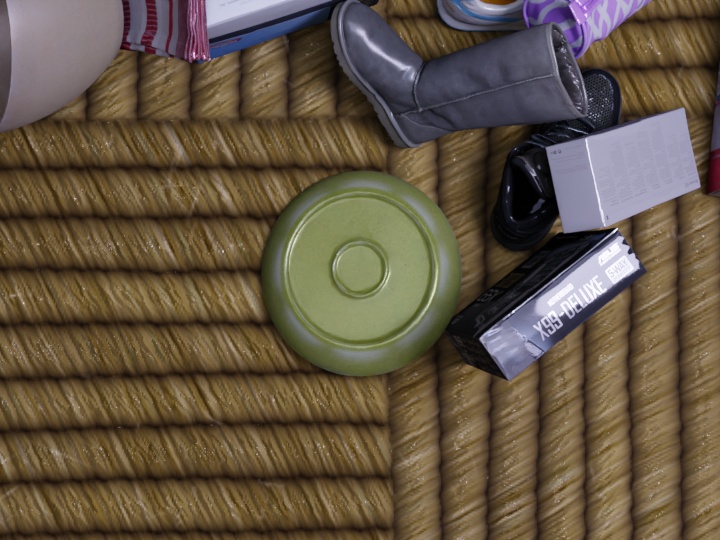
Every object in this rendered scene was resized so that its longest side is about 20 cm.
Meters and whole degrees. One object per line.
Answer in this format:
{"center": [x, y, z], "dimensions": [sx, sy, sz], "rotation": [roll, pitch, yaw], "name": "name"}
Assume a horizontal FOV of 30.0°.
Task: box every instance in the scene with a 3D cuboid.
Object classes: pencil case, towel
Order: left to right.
{"center": [-0.199, -0.269, 1.217], "dimensions": [0.023, 0.199, 0.146], "rotation": [-15, 111, -34], "name": "towel"}
{"center": [0.242, -0.277, 1.266], "dimensions": [0.200, 0.085, 0.084], "rotation": [-41, 109, -24], "name": "pencil case"}

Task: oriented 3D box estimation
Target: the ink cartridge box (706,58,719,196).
{"center": [0.434, -0.167, 1.335], "dimensions": [0.145, 0.086, 0.203], "rotation": [6, 89, -5], "name": "ink cartridge box"}

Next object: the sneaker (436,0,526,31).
{"center": [0.178, -0.276, 1.318], "dimensions": [0.197, 0.081, 0.078], "rotation": [-9, 87, -9], "name": "sneaker"}

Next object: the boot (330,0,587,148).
{"center": [0.091, -0.193, 1.238], "dimensions": [0.182, 0.198, 0.073], "rotation": [50, 51, -34], "name": "boot"}

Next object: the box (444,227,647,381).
{"center": [0.164, 0.029, 1.246], "dimensions": [0.157, 0.200, 0.050], "rotation": [-37, 94, -4], "name": "box"}

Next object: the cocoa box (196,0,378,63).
{"center": [-0.086, -0.299, 1.269], "dimensions": [0.197, 0.131, 0.135], "rotation": [-19, 88, -5], "name": "cocoa box"}

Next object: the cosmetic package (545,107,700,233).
{"center": [0.251, -0.097, 1.270], "dimensions": [0.199, 0.050, 0.084], "rotation": [-19, 96, -49], "name": "cosmetic package"}

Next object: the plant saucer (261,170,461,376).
{"center": [0.000, 0.000, 1.300], "dimensions": [0.197, 0.031, 0.203], "rotation": [0, 82, 3], "name": "plant saucer"}

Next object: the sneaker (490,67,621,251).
{"center": [0.195, -0.116, 1.296], "dimensions": [0.076, 0.114, 0.200], "rotation": [35, 83, 7], "name": "sneaker"}

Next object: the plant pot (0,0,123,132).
{"center": [-0.298, -0.235, 1.236], "dimensions": [0.133, 0.199, 0.203], "rotation": [-13, 89, -34], "name": "plant pot"}
